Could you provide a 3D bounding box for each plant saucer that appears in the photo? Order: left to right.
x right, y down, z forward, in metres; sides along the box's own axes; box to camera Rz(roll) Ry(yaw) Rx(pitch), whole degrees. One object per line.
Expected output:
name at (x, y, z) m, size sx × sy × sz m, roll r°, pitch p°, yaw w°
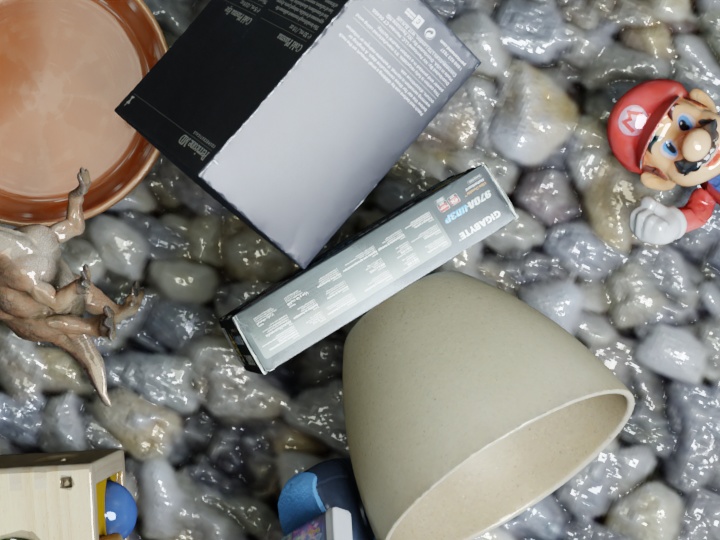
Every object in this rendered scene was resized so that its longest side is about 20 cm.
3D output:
plant saucer at (-0.234, -0.131, 1.409) m, size 0.200 × 0.032 × 0.201 m, roll 0°, pitch 89°, yaw 1°

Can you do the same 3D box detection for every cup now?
cup at (0.067, 0.086, 1.330) m, size 0.200 × 0.200 × 0.143 m, roll -32°, pitch 69°, yaw 0°

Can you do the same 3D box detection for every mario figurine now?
mario figurine at (0.265, -0.066, 1.357) m, size 0.200 × 0.106 × 0.124 m, roll 28°, pitch 54°, yaw -6°

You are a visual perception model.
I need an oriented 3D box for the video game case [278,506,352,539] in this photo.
video game case at (-0.070, 0.262, 1.305) m, size 0.018 × 0.200 × 0.143 m, roll 22°, pitch 49°, yaw -33°

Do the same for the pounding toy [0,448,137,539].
pounding toy at (-0.198, 0.220, 1.313) m, size 0.142 × 0.200 × 0.185 m, roll -3°, pitch 88°, yaw 1°

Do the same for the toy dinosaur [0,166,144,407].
toy dinosaur at (-0.240, 0.011, 1.372) m, size 0.135 × 0.086 × 0.200 m, roll -11°, pitch 128°, yaw 16°

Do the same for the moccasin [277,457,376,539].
moccasin at (0.004, 0.227, 1.354) m, size 0.080 × 0.068 × 0.200 m, roll 7°, pitch 116°, yaw 39°

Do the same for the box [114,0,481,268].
box at (-0.048, -0.124, 1.310) m, size 0.182 × 0.200 × 0.104 m, roll -48°, pitch 118°, yaw -2°

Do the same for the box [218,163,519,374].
box at (0.000, 0.000, 1.325) m, size 0.200 × 0.159 × 0.046 m, roll -32°, pitch 92°, yaw -8°
